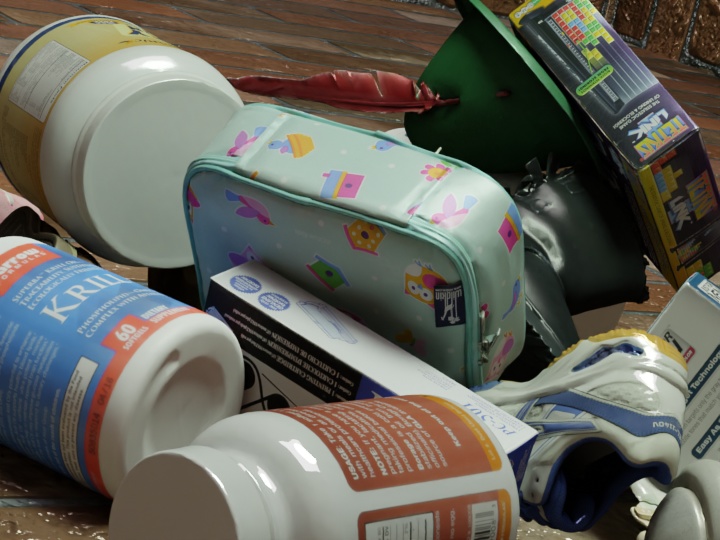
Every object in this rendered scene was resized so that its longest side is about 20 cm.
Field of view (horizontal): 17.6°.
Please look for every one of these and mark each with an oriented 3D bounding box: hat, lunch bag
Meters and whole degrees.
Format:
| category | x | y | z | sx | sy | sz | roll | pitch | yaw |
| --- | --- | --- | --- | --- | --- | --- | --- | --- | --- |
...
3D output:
| category | x | y | z | sx | sy | sz | roll | pitch | yaw |
| --- | --- | --- | --- | --- | --- | --- | --- | --- | --- |
| hat | 0.049 | -0.089 | 1.662 | 0.200 | 0.176 | 0.166 | 51 | -3 | 45 |
| lunch bag | -0.001 | 0.002 | 1.320 | 0.199 | 0.161 | 0.077 | 19 | 45 | 24 |

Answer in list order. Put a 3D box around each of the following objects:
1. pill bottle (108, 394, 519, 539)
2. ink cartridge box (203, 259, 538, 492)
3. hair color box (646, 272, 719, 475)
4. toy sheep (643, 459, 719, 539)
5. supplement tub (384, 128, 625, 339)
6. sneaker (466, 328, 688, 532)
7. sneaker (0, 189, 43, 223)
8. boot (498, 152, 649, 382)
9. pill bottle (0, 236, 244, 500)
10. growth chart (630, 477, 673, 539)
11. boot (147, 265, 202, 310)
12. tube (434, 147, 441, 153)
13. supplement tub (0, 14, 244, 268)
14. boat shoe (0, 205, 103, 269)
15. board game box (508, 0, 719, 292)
| category | x | y | z | sx | sy | sz | roll | pitch | yaw |
| --- | --- | --- | --- | --- | --- | --- | --- | --- | --- |
| pill bottle | -0.022 | 0.121 | 1.118 | 0.112 | 0.113 | 0.199 | 24 | 16 | 37 |
| ink cartridge box | -0.004 | 0.083 | 1.261 | 0.199 | 0.094 | 0.044 | 30 | 32 | 26 |
| hair color box | 0.246 | 0.101 | 1.370 | 0.200 | 0.100 | 0.061 | 38 | 15 | 8 |
| toy sheep | 0.219 | 0.153 | 1.214 | 0.199 | 0.139 | 0.138 | 5 | 14 | -13 |
| supplement tub | 0.089 | -0.013 | 1.729 | 0.199 | 0.145 | 0.144 | 22 | 15 | 30 |
| sneaker | 0.092 | 0.106 | 1.262 | 0.075 | 0.200 | 0.089 | 30 | 46 | -30 |
| sneaker | -0.296 | -0.068 | 1.650 | 0.075 | 0.105 | 0.200 | 21 | 14 | 38 |
| boot | 0.136 | 0.022 | 1.553 | 0.162 | 0.073 | 0.199 | -18 | 71 | -45 |
| pill bottle | -0.171 | 0.047 | 1.277 | 0.199 | 0.113 | 0.112 | 21 | 15 | 30 |
| growth chart | 0.191 | 0.127 | 1.407 | 0.144 | 0.018 | 0.200 | 23 | 20 | -28 |
| boot | -0.054 | 0.020 | 1.589 | 0.155 | 0.073 | 0.200 | 6 | 21 | -25 |
| tube | 0.000 | 0.000 | 1.512 | 0.058 | 0.052 | 0.200 | -4 | 35 | 32 |
| supplement tub | -0.154 | -0.084 | 1.532 | 0.144 | 0.145 | 0.200 | 7 | 12 | -26 |
| boat shoe | -0.207 | 0.011 | 1.518 | 0.068 | 0.072 | 0.200 | 37 | -2 | -21 |
| board game box | 0.190 | -0.094 | 1.659 | 0.166 | 0.057 | 0.200 | 53 | -3 | 30 |
